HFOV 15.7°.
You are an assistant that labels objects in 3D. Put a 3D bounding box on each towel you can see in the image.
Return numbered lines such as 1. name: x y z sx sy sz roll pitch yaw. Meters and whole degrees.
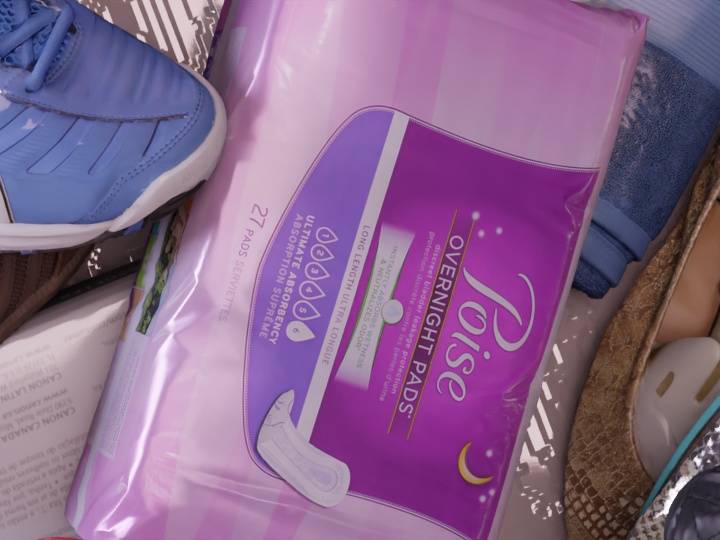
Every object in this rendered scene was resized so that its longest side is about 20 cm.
1. towel: 0.082 -0.100 0.838 0.111 0.049 0.201 29 82 -6

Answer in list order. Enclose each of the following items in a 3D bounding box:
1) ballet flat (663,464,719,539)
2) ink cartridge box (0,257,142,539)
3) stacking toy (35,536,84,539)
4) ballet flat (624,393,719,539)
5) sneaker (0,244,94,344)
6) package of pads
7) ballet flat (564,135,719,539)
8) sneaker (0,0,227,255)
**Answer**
1. ballet flat: 0.156 0.125 0.733 0.200 0.057 0.067 43 78 -27
2. ink cartridge box: -0.086 0.112 0.807 0.161 0.050 0.201 -22 103 -10
3. stacking toy: -0.104 0.167 0.705 0.085 0.085 0.201 19 94 -7
4. ballet flat: 0.096 0.108 0.783 0.200 0.075 0.068 -46 138 14
5. sneaker: -0.117 -0.019 0.748 0.070 0.076 0.201 23 52 4
6. package of pads: 0.000 0.000 0.757 0.120 0.076 0.201 17 88 -15
7. ballet flat: 0.120 0.012 0.826 0.070 0.065 0.201 22 83 -8
8. sneaker: -0.128 -0.066 0.679 0.199 0.077 0.076 18 53 -11
